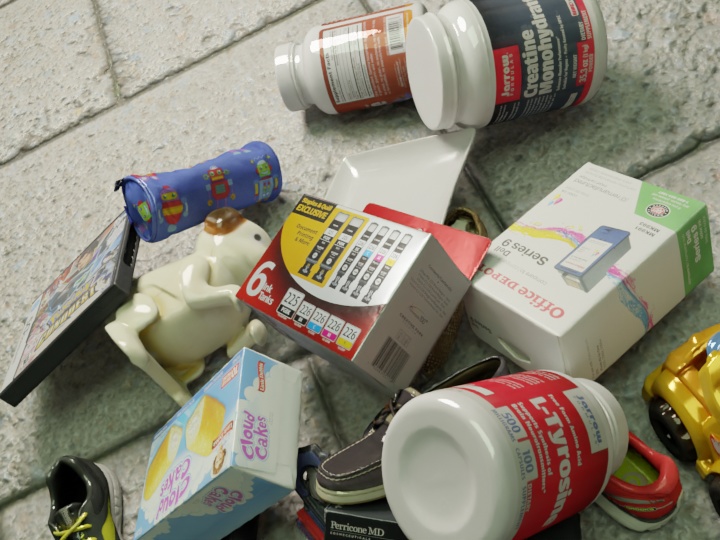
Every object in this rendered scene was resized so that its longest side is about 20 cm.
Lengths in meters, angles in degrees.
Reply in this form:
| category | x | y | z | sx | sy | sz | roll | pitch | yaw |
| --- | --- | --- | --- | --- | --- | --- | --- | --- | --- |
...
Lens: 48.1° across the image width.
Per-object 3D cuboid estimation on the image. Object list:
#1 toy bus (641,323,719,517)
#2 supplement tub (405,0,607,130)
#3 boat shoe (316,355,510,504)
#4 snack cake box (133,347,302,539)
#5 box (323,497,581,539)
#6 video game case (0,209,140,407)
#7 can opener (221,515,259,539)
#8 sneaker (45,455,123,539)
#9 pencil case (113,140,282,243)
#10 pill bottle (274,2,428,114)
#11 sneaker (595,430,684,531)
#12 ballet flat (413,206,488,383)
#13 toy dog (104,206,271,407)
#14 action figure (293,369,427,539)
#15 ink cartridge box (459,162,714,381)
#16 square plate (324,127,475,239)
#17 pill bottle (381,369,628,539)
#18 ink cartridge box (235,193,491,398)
| category | x | y | z | sx | sy | sz | roll | pitch | yaw |
| --- | --- | --- | --- | --- | --- | --- | --- | --- | --- |
| toy bus | 0.321 | 0.108 | 0.631 | 0.134 | 0.193 | 0.201 | -31 | 53 | -1 |
| supplement tub | 0.162 | -0.240 | 0.910 | 0.196 | 0.142 | 0.142 | -14 | 53 | -10 |
| boat shoe | 0.047 | 0.128 | 0.673 | 0.197 | 0.066 | 0.072 | -19 | 18 | -21 |
| snack cake box | -0.133 | 0.175 | 0.749 | 0.200 | 0.066 | 0.117 | -42 | 33 | 39 |
| box | 0.070 | 0.259 | 0.641 | 0.196 | 0.079 | 0.145 | 5 | 98 | 14 |
| video game case | -0.326 | 0.033 | 0.924 | 0.199 | 0.025 | 0.182 | -41 | 29 | 16 |
| can opener | -0.118 | 0.285 | 0.761 | 0.063 | 0.078 | 0.203 | -41 | 40 | 40 |
| sneaker | -0.271 | 0.274 | 0.795 | 0.074 | 0.085 | 0.201 | -31 | 54 | -1 |
| pencil case | -0.186 | -0.094 | 0.949 | 0.198 | 0.080 | 0.086 | -24 | 11 | -40 |
| pill bottle | -0.004 | -0.263 | 1.024 | 0.196 | 0.113 | 0.114 | -8 | 56 | 14 |
| sneaker | 0.193 | 0.144 | 0.713 | 0.198 | 0.086 | 0.077 | 27 | 60 | 28 |
| ballet flat | 0.080 | 0.017 | 0.847 | 0.069 | 0.066 | 0.203 | 12 | 64 | 20 |
| toy dog | -0.175 | 0.030 | 0.902 | 0.200 | 0.140 | 0.193 | -44 | 36 | -12 |
| action figure | 0.024 | 0.219 | 0.746 | 0.192 | 0.105 | 0.202 | -34 | 84 | 3 |
| ink cartridge box | 0.210 | 0.002 | 0.764 | 0.199 | 0.088 | 0.145 | -38 | 39 | -15 |
| square plate | 0.027 | -0.063 | 0.905 | 0.197 | 0.028 | 0.201 | -6 | 50 | 39 |
| pill bottle | 0.117 | 0.135 | 0.601 | 0.111 | 0.198 | 0.115 | 2 | 93 | 44 |
| ink cartridge box | 0.000 | 0.000 | 0.780 | 0.198 | 0.084 | 0.177 | 21 | 73 | 48 |
